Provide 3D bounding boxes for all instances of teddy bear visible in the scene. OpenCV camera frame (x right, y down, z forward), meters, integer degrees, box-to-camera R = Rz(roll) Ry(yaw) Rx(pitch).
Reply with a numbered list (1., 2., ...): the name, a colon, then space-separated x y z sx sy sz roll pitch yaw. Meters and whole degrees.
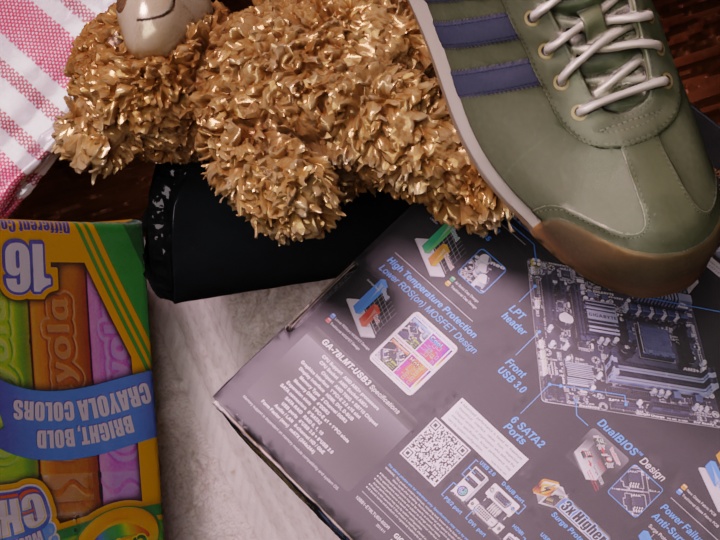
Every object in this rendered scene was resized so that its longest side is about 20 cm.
1. teddy bear: -0.014 -0.070 0.741 0.200 0.067 0.145 24 70 24

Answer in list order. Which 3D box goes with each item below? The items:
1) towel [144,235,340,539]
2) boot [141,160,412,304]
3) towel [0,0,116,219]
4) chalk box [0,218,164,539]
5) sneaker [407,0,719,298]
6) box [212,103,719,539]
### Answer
1. towel: -0.037 0.065 0.876 0.132 0.034 0.200 -29 79 10
2. boot: 0.000 0.000 0.822 0.168 0.076 0.200 -8 76 -12
3. towel: -0.136 -0.136 0.851 0.146 0.030 0.200 41 92 12
4. chalk box: -0.162 0.084 0.837 0.125 0.124 0.200 -10 83 47
5. sneaker: 0.057 -0.092 0.669 0.067 0.090 0.200 -21 65 -15
6. box: 0.086 0.046 0.726 0.198 0.050 0.200 -44 66 -9
